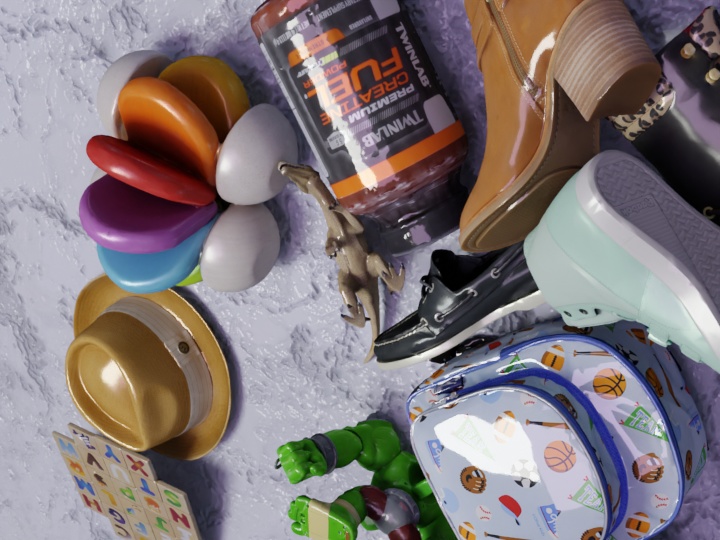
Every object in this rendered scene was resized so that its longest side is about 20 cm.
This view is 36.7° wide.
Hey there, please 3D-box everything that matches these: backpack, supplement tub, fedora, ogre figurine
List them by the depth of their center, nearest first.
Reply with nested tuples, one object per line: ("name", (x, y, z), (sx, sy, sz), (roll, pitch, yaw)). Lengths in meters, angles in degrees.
("supplement tub", (0.010, -0.114, 0.774), (0.106, 0.107, 0.201), (-22, 99, 36))
("backpack", (0.142, 0.123, 0.779), (0.190, 0.154, 0.201), (-30, 92, 27))
("ogre figurine", (0.025, 0.204, 0.898), (0.200, 0.120, 0.098), (38, 130, 14))
("fedora", (-0.215, 0.103, 1.022), (0.199, 0.082, 0.202), (13, 118, 26))

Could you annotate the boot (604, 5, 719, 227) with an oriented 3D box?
("boot", (0.253, -0.097, 0.655), (0.151, 0.073, 0.200), (49, 135, 3))

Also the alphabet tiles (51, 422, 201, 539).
("alphabet tiles", (-0.231, 0.232, 1.094), (0.165, 0.006, 0.201), (19, 140, 23))

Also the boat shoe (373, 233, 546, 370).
("boat shoe", (0.079, 0.009, 0.803), (0.199, 0.075, 0.066), (-28, 101, 34))

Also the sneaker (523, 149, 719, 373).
("sneaker", (0.194, 0.022, 0.694), (0.200, 0.074, 0.118), (45, 149, 3))

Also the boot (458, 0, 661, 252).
("boot", (0.097, -0.122, 0.715), (0.156, 0.076, 0.201), (62, 145, 29))

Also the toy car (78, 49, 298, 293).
("toy car", (-0.157, -0.067, 0.869), (0.174, 0.150, 0.201), (26, 122, 19))

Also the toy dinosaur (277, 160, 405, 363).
("toy dinosaur", (0.000, 0.000, 0.850), (0.058, 0.101, 0.201), (-24, 115, -2))
